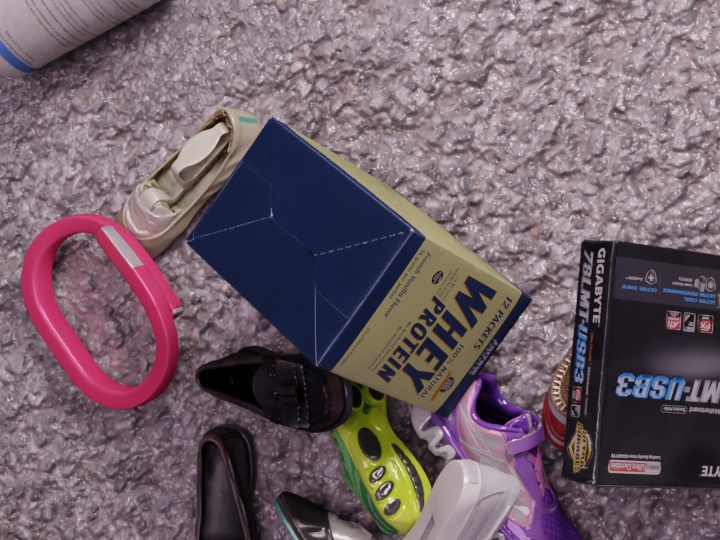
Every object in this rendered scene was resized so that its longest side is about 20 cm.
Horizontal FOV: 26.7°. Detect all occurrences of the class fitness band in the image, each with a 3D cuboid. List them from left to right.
[{"bbox_3d":[-0.249,0.038,1.464,0.144,0.037,0.200,-43,77,29],"label":"fitness band"}]

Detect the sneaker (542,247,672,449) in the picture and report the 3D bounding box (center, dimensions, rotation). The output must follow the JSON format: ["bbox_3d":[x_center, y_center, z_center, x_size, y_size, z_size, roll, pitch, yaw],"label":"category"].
[{"bbox_3d":[0.225,0.073,1.344,0.071,0.113,0.200,34,66,17],"label":"sneaker"}]

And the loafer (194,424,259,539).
[{"bbox_3d":[-0.131,0.246,1.424,0.072,0.063,0.200,-5,86,15],"label":"loafer"}]

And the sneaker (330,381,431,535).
[{"bbox_3d":[0.000,0.153,1.384,0.074,0.084,0.200,-10,61,-22],"label":"sneaker"}]

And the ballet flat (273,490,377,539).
[{"bbox_3d":[-0.005,0.280,1.392,0.068,0.068,0.200,-28,90,2],"label":"ballet flat"}]

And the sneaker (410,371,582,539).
[{"bbox_3d":[0.134,0.171,1.337,0.088,0.080,0.200,-45,76,30],"label":"sneaker"}]

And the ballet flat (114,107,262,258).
[{"bbox_3d":[-0.178,-0.082,1.454,0.200,0.069,0.069,-44,77,9],"label":"ballet flat"}]

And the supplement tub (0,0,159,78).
[{"bbox_3d":[-0.286,-0.284,1.462,0.200,0.132,0.132,-25,81,12],"label":"supplement tub"}]

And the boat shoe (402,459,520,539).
[{"bbox_3d":[0.076,0.243,1.307,0.068,0.072,0.200,14,117,-17],"label":"boat shoe"}]

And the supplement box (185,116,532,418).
[{"bbox_3d":[0.000,0.000,1.303,0.200,0.200,0.134,41,99,37],"label":"supplement box"}]

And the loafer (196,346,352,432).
[{"bbox_3d":[-0.080,0.107,1.353,0.200,0.063,0.072,6,100,58],"label":"loafer"}]

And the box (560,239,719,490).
[{"bbox_3d":[0.264,0.083,1.270,0.050,0.200,0.199,0,83,58],"label":"box"}]
